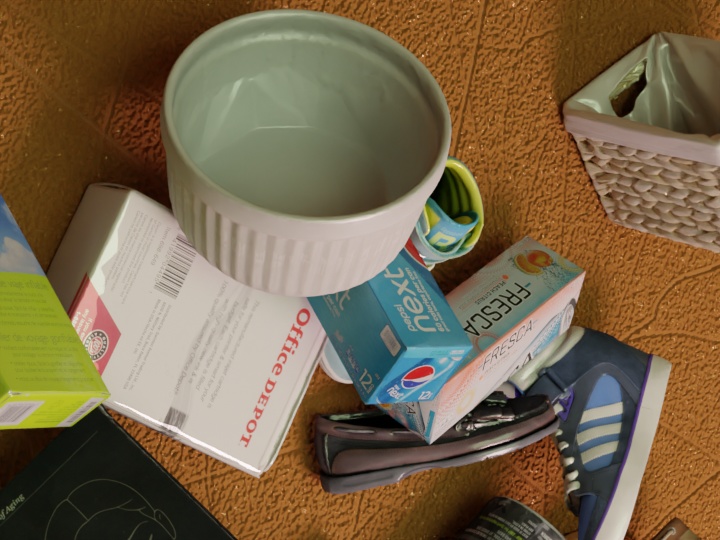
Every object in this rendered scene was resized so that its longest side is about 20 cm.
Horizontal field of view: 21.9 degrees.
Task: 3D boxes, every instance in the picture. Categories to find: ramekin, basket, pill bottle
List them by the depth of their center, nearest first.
[{"bbox_3d":[-0.043,-0.075,1.293,0.199,0.200,0.105,-23,148,-27],"label":"ramekin"},{"bbox_3d":[0.086,0.291,1.527,0.200,0.106,0.106,-46,118,-18],"label":"pill bottle"},{"bbox_3d":[0.288,-0.104,1.546,0.135,0.199,0.124,-37,121,-22],"label":"basket"}]

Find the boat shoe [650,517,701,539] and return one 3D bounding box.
[{"bbox_3d":[0.213,0.282,1.592,0.199,0.076,0.072,-30,79,-16],"label":"boat shoe"}]

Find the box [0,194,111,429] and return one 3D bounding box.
[{"bbox_3d":[-0.254,0.009,1.225,0.048,0.201,0.122,-37,163,18],"label":"box"}]

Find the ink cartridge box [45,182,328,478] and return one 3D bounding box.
[{"bbox_3d":[-0.133,0.044,1.363,0.199,0.085,0.147,30,81,-30],"label":"ink cartridge box"}]

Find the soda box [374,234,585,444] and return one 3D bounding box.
[{"bbox_3d":[0.095,0.052,1.479,0.200,0.063,0.069,-35,148,-40],"label":"soda box"}]

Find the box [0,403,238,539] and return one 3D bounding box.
[{"bbox_3d":[-0.176,0.237,1.270,0.200,0.196,0.124,-44,153,-12],"label":"box"}]

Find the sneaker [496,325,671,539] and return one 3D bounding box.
[{"bbox_3d":[0.167,0.140,1.547,0.145,0.081,0.201,16,67,10],"label":"sneaker"}]

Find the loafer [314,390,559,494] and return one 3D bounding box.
[{"bbox_3d":[0.059,0.124,1.480,0.198,0.072,0.064,-15,99,-6],"label":"loafer"}]

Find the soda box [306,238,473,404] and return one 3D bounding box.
[{"bbox_3d":[0.000,0.000,1.362,0.067,0.201,0.064,0,138,-40],"label":"soda box"}]

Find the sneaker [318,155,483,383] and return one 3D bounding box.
[{"bbox_3d":[0.029,-0.004,1.432,0.079,0.130,0.202,11,92,-34],"label":"sneaker"}]

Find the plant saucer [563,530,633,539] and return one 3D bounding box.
[{"bbox_3d":[0.205,0.331,1.650,0.199,0.037,0.202,-5,100,-31],"label":"plant saucer"}]
